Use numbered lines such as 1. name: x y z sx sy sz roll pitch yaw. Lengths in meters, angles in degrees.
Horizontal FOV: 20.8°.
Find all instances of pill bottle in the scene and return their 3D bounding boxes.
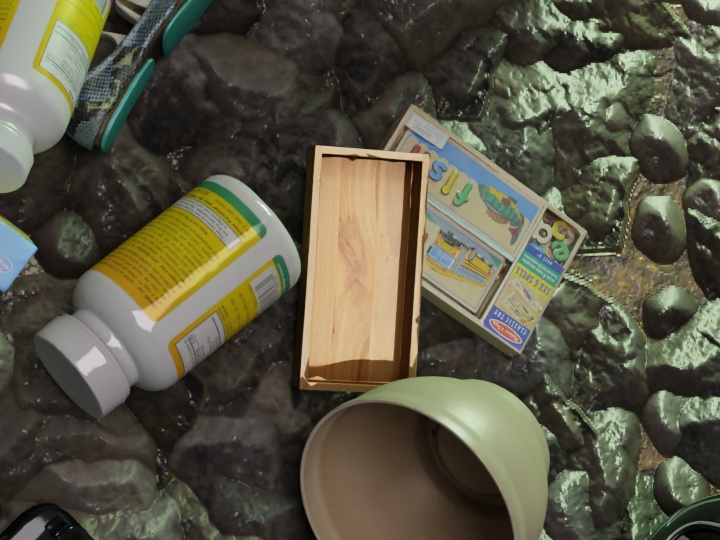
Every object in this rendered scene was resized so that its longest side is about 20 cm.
1. pill bottle: -0.154 0.024 1.550 0.200 0.113 0.113 -40 97 -21
2. pill bottle: -0.263 -0.161 1.515 0.104 0.104 0.200 25 57 -16

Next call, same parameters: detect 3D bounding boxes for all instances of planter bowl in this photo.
1. planter bowl: 0.070 0.168 1.587 0.135 0.200 0.200 -34 95 -49

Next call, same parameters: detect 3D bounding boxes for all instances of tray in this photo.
1. tray: 0.000 0.000 1.633 0.099 0.037 0.200 4 90 -14

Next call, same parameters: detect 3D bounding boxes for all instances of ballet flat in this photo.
1. ballet flat: -0.185 -0.190 1.599 0.074 0.074 0.200 38 68 -12

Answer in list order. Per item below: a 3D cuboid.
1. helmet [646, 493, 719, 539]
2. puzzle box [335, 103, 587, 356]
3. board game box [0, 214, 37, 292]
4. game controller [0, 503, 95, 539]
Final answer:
1. helmet: 0.322 0.277 1.652 0.200 0.191 0.200 32 49 -45
2. puzzle box: 0.086 -0.034 1.697 0.200 0.025 0.133 34 72 -13
3. board game box: -0.314 -0.051 1.452 0.153 0.200 0.040 38 86 -12
4. game controller: -0.276 0.277 1.511 0.200 0.042 0.104 -46 113 -20
